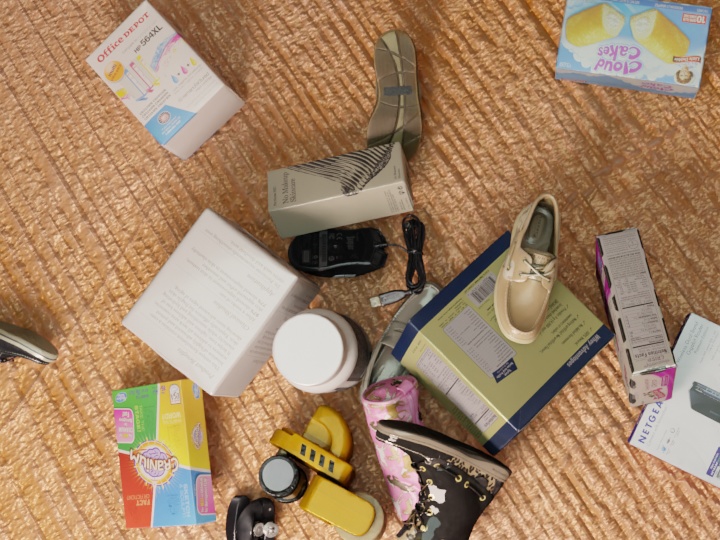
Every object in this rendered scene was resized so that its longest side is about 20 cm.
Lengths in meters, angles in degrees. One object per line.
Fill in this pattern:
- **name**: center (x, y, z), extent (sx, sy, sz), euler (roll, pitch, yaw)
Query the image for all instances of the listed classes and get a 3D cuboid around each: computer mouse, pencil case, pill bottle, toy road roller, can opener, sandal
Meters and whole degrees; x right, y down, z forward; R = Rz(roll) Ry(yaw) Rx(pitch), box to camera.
- **computer mouse**: center (0.000, 0.000, 1.723), extent (0.199, 0.046, 0.141), euler (-9, 57, 2)
- **pencil case**: center (0.063, 0.242, 1.656), extent (0.086, 0.083, 0.201), euler (-16, 104, 9)
- **pill bottle**: center (-0.052, 0.110, 1.657), extent (0.113, 0.200, 0.114), euler (-1, 85, 8)
- **toy road roller**: center (-0.037, 0.278, 1.683), extent (0.199, 0.123, 0.146), euler (29, 79, 11)
- **can opener**: center (-0.149, 0.420, 1.724), extent (0.063, 0.079, 0.201), euler (-1, 87, -30)
- **sandal**: center (0.050, -0.244, 1.742), extent (0.080, 0.054, 0.201), euler (1, 103, 4)

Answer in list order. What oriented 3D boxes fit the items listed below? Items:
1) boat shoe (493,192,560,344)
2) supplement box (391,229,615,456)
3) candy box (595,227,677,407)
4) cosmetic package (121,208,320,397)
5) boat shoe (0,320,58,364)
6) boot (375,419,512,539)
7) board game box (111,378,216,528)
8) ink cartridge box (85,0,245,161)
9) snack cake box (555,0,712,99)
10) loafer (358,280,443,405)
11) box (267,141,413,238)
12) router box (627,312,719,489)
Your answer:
- **boat shoe**: center (0.219, -0.005, 1.560), extent (0.072, 0.065, 0.201), euler (16, 66, -3)
- **supplement box**: center (0.187, 0.098, 1.622), extent (0.200, 0.134, 0.200), euler (-41, 80, -21)
- **candy box**: center (0.361, 0.063, 1.603), extent (0.061, 0.136, 0.201), euler (-12, 66, 6)
- **cosmetic package**: center (-0.191, 0.048, 1.701), extent (0.167, 0.166, 0.200), euler (38, 91, 10)
- **boat shoe**: center (-0.536, 0.110, 1.798), extent (0.199, 0.075, 0.063), euler (15, 92, 15)
- **boot**: center (0.087, 0.289, 1.591), extent (0.199, 0.073, 0.151), euler (24, 93, -24)
- **board game box**: center (-0.280, 0.260, 1.724), extent (0.153, 0.040, 0.201), euler (-13, 82, 39)
- **ink cartridge box**: center (-0.290, -0.282, 1.766), extent (0.129, 0.125, 0.200), euler (-44, 81, 3)
- **snack cake box**: center (0.379, -0.315, 1.696), extent (0.199, 0.067, 0.116), euler (9, 86, 10)
- **loafer**: center (0.060, 0.107, 1.706), extent (0.070, 0.070, 0.201), euler (26, 89, 10)
- **box**: center (-0.029, -0.113, 1.725), extent (0.199, 0.068, 0.082), euler (-13, 52, 8)
- **router box**: center (0.485, 0.185, 1.644), extent (0.179, 0.049, 0.201), euler (25, 89, 10)
